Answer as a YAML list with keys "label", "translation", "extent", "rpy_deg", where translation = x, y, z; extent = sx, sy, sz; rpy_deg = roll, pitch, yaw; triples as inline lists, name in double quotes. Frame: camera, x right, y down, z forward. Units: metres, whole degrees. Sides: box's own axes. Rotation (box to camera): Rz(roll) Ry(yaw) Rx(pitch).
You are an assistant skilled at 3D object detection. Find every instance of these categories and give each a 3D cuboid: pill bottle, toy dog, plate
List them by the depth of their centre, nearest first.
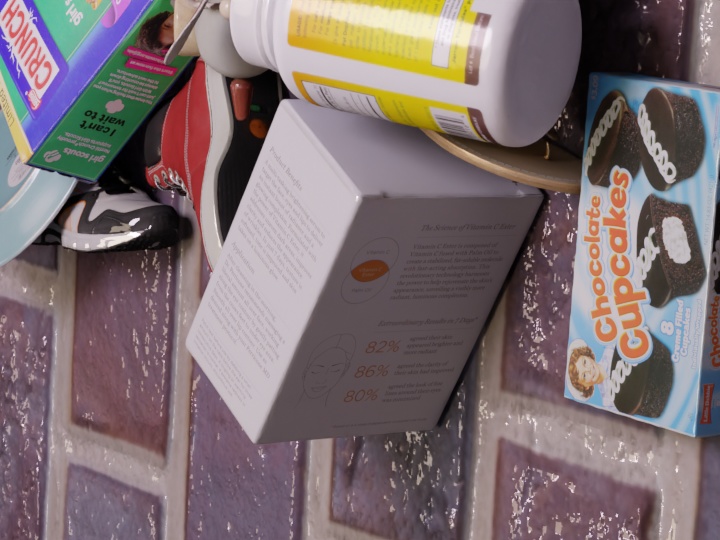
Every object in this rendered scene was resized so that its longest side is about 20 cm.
- label: "pill bottle"
  translation: [0.024, -0.144, 1.517]
  extent: [0.199, 0.109, 0.110]
  rpy_deg: [14, 105, 29]
- label: "toy dog"
  translation: [-0.087, -0.160, 1.714]
  extent: [0.131, 0.200, 0.097]
  rpy_deg: [-6, 83, 20]
- label: "plate"
  translation: [-0.270, -0.091, 2.018]
  extent: [0.200, 0.026, 0.201]
  rpy_deg: [-37, 35, 32]

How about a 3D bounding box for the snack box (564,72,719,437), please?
- label: "snack box"
  translation: [0.177, -0.012, 1.498]
  extent: [0.116, 0.037, 0.201]
  rpy_deg: [15, 104, 52]

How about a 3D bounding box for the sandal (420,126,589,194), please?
- label: "sandal"
  translation: [0.065, -0.118, 1.578]
  extent: [0.211, 0.077, 0.070]
  rpy_deg: [28, 115, 32]

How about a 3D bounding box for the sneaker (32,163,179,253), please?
- label: "sneaker"
  translation: [-0.209, -0.055, 1.978]
  extent: [0.200, 0.073, 0.080]
  rpy_deg: [9, 97, 52]

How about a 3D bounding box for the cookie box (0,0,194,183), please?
- label: "cookie box"
  translation: [-0.195, -0.196, 1.901]
  extent: [0.200, 0.075, 0.172]
  rpy_deg: [-49, 46, 27]

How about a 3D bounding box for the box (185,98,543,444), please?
- label: "box"
  translation: [0.000, 0.000, 1.639]
  extent: [0.106, 0.152, 0.201]
  rpy_deg: [51, 130, 39]

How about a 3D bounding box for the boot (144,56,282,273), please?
- label: "boot"
  translation: [-0.109, -0.056, 1.837]
  extent: [0.144, 0.072, 0.201]
  rpy_deg: [-40, 46, 48]
